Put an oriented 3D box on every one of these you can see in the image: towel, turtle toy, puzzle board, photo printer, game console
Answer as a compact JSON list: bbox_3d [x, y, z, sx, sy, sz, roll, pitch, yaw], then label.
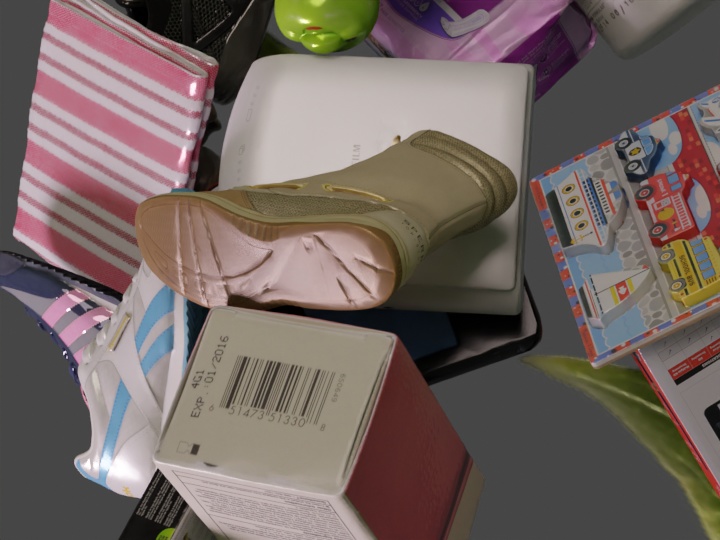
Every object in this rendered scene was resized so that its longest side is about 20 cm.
[{"bbox_3d":[-0.166,-0.079,1.792,0.146,0.200,0.030,30,31,31],"label":"towel"},{"bbox_3d":[-0.006,-0.220,1.736,0.145,0.101,0.200,-1,33,21],"label":"turtle toy"},{"bbox_3d":[0.184,-0.035,1.571,0.150,0.017,0.200,-26,33,9],"label":"puzzle board"},{"bbox_3d":[0.009,-0.057,1.690,0.200,0.069,0.167,4,75,6],"label":"photo printer"},{"bbox_3d":[0.000,0.000,1.723,0.200,0.031,0.177,-19,69,0],"label":"game console"}]

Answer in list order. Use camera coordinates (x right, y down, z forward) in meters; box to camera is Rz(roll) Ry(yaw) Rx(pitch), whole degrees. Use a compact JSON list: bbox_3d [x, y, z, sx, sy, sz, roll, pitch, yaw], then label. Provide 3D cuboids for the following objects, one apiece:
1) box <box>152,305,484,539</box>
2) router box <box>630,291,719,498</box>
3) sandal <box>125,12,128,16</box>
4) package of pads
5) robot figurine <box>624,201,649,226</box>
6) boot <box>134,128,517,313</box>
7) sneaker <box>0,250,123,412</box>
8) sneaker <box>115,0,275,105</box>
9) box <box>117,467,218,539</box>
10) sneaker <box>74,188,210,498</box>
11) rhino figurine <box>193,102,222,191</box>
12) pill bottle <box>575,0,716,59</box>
[{"bbox_3d":[-0.020,0.120,1.591,0.128,0.200,0.109,9,64,24],"label":"box"},{"bbox_3d":[0.283,0.061,1.546,0.200,0.049,0.180,-31,99,0],"label":"router box"},{"bbox_3d":[-0.105,-0.229,1.912,0.075,0.048,0.201,27,73,30],"label":"sandal"},{"bbox_3d":[0.058,-0.189,1.815,0.120,0.076,0.200,-41,56,-3],"label":"package of pads"},{"bbox_3d":[0.237,-0.008,1.625,0.200,0.116,0.176,-16,64,9],"label":"robot figurine"},{"bbox_3d":[-0.021,-0.035,1.595,0.200,0.073,0.155,3,24,37],"label":"boot"},{"bbox_3d":[-0.181,0.051,1.766,0.200,0.070,0.082,26,92,30],"label":"sneaker"},{"bbox_3d":[-0.109,-0.227,1.843,0.076,0.114,0.200,18,89,67],"label":"sneaker"},{"bbox_3d":[-0.113,0.185,1.642,0.035,0.110,0.200,18,68,27],"label":"box"},{"bbox_3d":[-0.135,0.045,1.674,0.081,0.076,0.200,8,92,17],"label":"sneaker"},{"bbox_3d":[-0.131,-0.080,1.826,0.200,0.060,0.087,36,78,28],"label":"rhino figurine"},{"bbox_3d":[0.158,-0.248,1.721,0.114,0.114,0.200,-36,86,-3],"label":"pill bottle"}]
